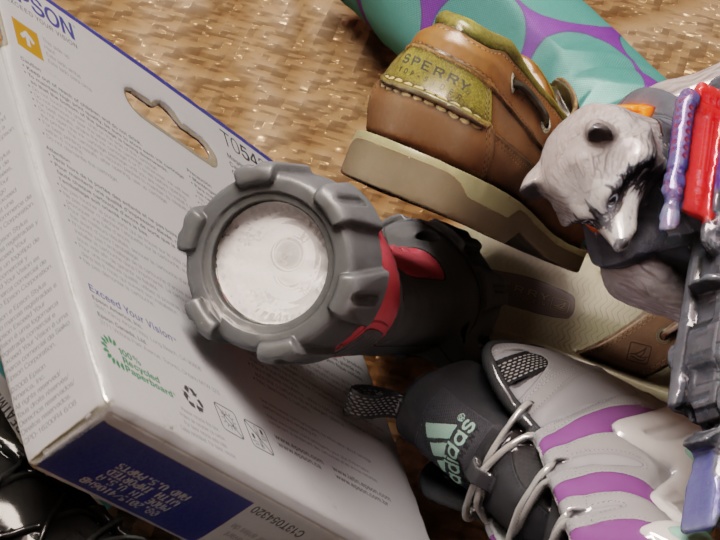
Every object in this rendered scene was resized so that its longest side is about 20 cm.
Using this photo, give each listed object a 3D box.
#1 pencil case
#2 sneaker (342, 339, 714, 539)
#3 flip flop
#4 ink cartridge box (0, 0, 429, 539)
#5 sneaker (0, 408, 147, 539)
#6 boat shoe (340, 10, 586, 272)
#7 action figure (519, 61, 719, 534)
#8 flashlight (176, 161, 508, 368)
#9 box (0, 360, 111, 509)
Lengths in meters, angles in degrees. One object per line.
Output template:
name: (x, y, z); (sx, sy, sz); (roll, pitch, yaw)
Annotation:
pencil case: (0.068, -0.096, 0.997); (0.085, 0.092, 0.200); (-44, 54, 8)
sneaker: (0.053, 0.079, 0.780); (0.140, 0.078, 0.200); (29, 19, 7)
flip flop: (0.120, 0.013, 0.910); (0.199, 0.058, 0.081); (14, 44, 7)
ink cartridge box: (-0.063, 0.012, 0.789); (0.043, 0.196, 0.200); (-35, 51, 17)
sneaker: (-0.108, 0.088, 0.713); (0.076, 0.091, 0.200); (-40, 97, -38)
boat shoe: (0.055, -0.046, 0.820); (0.072, 0.068, 0.200); (23, 2, 14)
action figure: (0.128, 0.012, 0.786); (0.193, 0.104, 0.201); (35, 61, -32)
flashlight: (0.000, 0.000, 0.811); (0.068, 0.068, 0.200); (19, 5, 17)
box: (-0.139, 0.073, 0.787); (0.082, 0.049, 0.200); (52, 50, -7)
